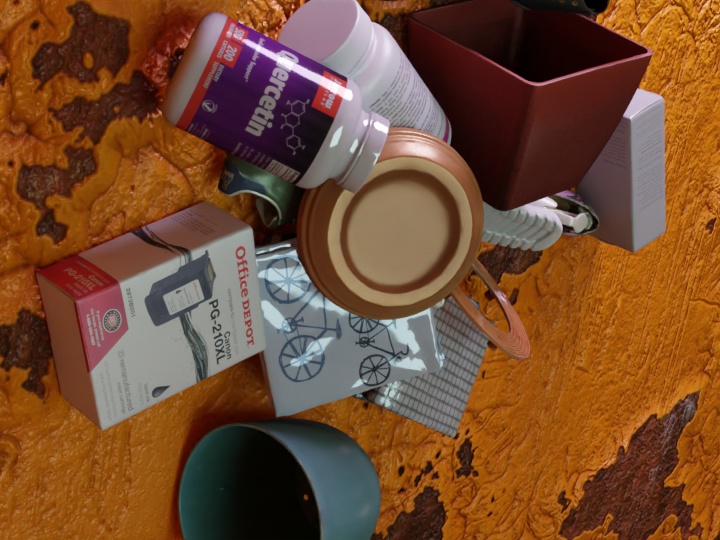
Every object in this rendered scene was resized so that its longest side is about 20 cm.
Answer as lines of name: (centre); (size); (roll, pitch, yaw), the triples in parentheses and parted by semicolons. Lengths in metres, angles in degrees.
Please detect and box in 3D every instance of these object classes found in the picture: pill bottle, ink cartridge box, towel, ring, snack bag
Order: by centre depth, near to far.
pill bottle: (-0.077, -0.150, 1.191); (0.199, 0.112, 0.113); (25, 92, -12)
ink cartridge box: (-0.197, 0.040, 1.244); (0.199, 0.084, 0.146); (-26, 126, -33)
pill bottle: (0.004, -0.182, 1.313); (0.114, 0.113, 0.200); (-53, 136, -11)
snack bag: (-0.015, 0.043, 1.338); (0.199, 0.021, 0.190); (-15, 111, -11)
ring: (0.129, 0.025, 1.490); (0.019, 0.201, 0.200); (-39, 140, 17)
towel: (0.070, 0.094, 1.520); (0.200, 0.085, 0.167); (29, 80, -57)

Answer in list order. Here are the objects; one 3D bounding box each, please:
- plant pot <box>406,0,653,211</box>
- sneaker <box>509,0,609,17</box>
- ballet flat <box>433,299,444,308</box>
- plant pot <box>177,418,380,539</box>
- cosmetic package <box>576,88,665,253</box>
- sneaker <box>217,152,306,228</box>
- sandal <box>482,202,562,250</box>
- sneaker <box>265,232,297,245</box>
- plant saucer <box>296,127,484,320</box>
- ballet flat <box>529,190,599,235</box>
plant pot: (0.174, -0.184, 1.430); (0.199, 0.200, 0.177); (-20, 132, -36)
sneaker: (0.173, -0.314, 1.316); (0.199, 0.106, 0.075); (6, 100, -49)
ballet flat: (0.044, 0.039, 1.390); (0.200, 0.075, 0.068); (-52, 173, 9)
plant pot: (-0.073, 0.253, 1.396); (0.161, 0.200, 0.202); (-7, 114, -54)
cosmetic package: (0.338, -0.135, 1.668); (0.074, 0.101, 0.201); (-31, 129, -29)
sneaker: (-0.071, -0.082, 1.330); (0.200, 0.067, 0.090); (29, 95, -47)
sandal: (0.151, -0.076, 1.537); (0.202, 0.050, 0.082); (23, 129, -28)
sneaker: (-0.057, 0.055, 1.376); (0.070, 0.081, 0.201); (-81, 169, -60)
plant saucer: (0.035, -0.042, 1.293); (0.199, 0.037, 0.202); (-5, 108, -16)
ballet flat: (0.235, -0.073, 1.618); (0.199, 0.071, 0.070); (2, 108, -44)
